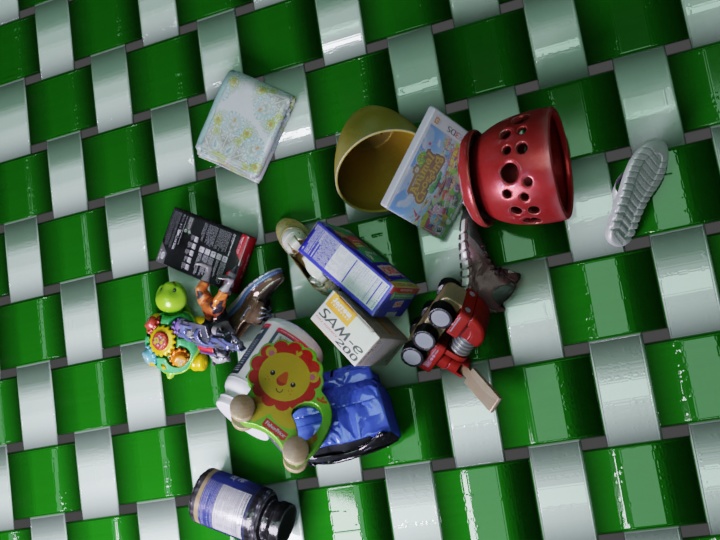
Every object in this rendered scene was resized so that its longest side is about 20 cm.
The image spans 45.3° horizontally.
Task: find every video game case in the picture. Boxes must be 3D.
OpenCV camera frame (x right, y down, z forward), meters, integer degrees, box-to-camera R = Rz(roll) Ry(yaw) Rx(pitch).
[{"bbox_3d":[0.145,-0.178,1.624,0.022,0.180,0.203,31,95,48],"label":"video game case"}]

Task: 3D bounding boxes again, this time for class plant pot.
[{"bbox_3d":[0.033,-0.236,1.672,0.197,0.200,0.144,-29,48,13],"label":"plant pot"},{"bbox_3d":[0.281,-0.181,1.567,0.179,0.199,0.206,-7,82,26],"label":"plant pot"}]

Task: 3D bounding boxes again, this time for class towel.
[{"bbox_3d":[-0.246,-0.307,1.838,0.169,0.048,0.203,25,93,16],"label":"towel"}]

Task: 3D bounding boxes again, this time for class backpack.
[{"bbox_3d":[-0.040,0.278,1.639,0.196,0.163,0.171,-20,66,7],"label":"backpack"}]

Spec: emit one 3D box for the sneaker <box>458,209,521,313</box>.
[{"bbox_3d":[0.245,-0.015,1.629,0.113,0.076,0.205,-2,94,13],"label":"sneaker"}]

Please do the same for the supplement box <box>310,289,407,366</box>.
[{"bbox_3d":[0.001,0.112,1.625,0.126,0.200,0.074,45,98,18],"label":"supplement box"}]

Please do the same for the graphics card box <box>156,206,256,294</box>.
[{"bbox_3d":[-0.328,-0.043,1.834,0.196,0.051,0.128,20,91,19],"label":"graphics card box"}]

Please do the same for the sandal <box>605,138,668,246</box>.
[{"bbox_3d":[0.488,-0.146,1.562,0.206,0.081,0.050,-65,28,4],"label":"sandal"}]

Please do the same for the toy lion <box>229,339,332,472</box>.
[{"bbox_3d":[-0.130,0.230,1.557,0.198,0.069,0.192,35,65,15],"label":"toy lion"}]

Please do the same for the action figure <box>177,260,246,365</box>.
[{"bbox_3d":[-0.271,0.097,1.713,0.197,0.104,0.198,17,111,38],"label":"action figure"}]

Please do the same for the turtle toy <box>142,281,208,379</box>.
[{"bbox_3d":[-0.396,0.125,1.812,0.142,0.101,0.205,2,85,19],"label":"turtle toy"}]

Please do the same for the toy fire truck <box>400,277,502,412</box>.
[{"bbox_3d":[0.191,0.145,1.590,0.197,0.130,0.177,30,129,-3],"label":"toy fire truck"}]

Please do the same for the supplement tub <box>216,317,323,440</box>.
[{"bbox_3d":[-0.175,0.209,1.673,0.138,0.141,0.202,25,65,19],"label":"supplement tub"}]

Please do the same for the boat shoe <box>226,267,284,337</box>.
[{"bbox_3d":[-0.219,0.077,1.779,0.200,0.072,0.073,-43,77,20],"label":"boat shoe"}]

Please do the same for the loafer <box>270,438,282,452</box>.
[{"bbox_3d":[-0.186,0.295,1.746,0.071,0.063,0.201,-30,69,-20],"label":"loafer"}]

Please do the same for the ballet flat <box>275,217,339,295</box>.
[{"bbox_3d":[-0.113,-0.033,1.751,0.071,0.071,0.201,-41,73,10],"label":"ballet flat"}]

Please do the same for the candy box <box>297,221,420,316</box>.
[{"bbox_3d":[0.000,0.000,1.654,0.199,0.169,0.078,41,101,18],"label":"candy box"}]

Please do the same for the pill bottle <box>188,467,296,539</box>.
[{"bbox_3d":[-0.232,0.475,1.714,0.196,0.112,0.114,14,89,19],"label":"pill bottle"}]
